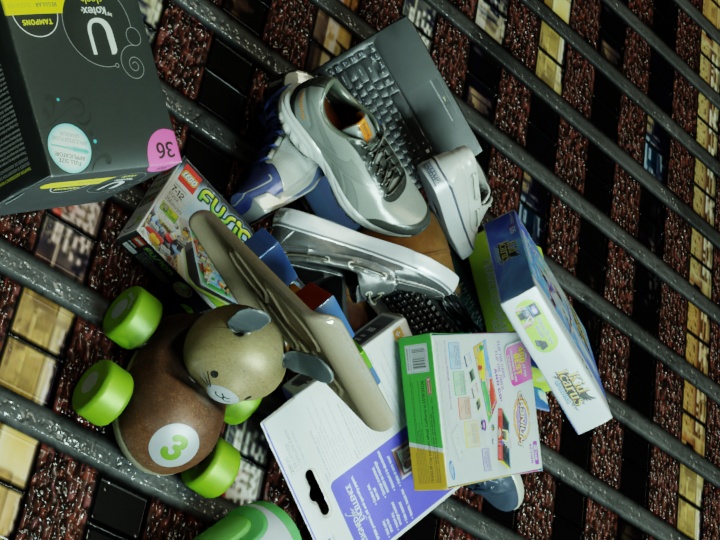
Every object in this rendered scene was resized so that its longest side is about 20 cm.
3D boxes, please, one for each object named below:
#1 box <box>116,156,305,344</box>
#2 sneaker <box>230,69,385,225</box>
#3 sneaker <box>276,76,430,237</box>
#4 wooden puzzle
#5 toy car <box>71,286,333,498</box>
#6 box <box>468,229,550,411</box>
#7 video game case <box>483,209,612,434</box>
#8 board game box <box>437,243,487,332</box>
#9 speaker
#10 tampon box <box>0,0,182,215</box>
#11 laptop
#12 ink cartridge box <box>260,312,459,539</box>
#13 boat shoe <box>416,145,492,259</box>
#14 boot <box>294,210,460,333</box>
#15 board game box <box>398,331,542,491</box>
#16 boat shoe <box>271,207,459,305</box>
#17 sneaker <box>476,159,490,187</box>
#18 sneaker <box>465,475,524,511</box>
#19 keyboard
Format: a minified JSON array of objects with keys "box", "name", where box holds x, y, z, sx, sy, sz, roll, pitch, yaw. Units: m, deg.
[{"box":[-0.140,-0.003,1.458,0.200,0.035,0.110,47,46,-24],"name":"box"},{"box":[-0.076,-0.139,1.541,0.199,0.080,0.115,-41,98,-33],"name":"sneaker"},{"box":[0.002,-0.111,1.489,0.200,0.079,0.074,47,56,-17],"name":"sneaker"},{"box":[-0.053,0.038,1.330,0.046,0.200,0.186,-43,141,-13],"name":"wooden puzzle"},{"box":[-0.121,0.092,1.315,0.164,0.199,0.158,39,49,-30],"name":"toy car"},{"box":[0.189,0.058,1.751,0.122,0.047,0.201,19,54,-54],"name":"box"},{"box":[0.202,0.052,1.620,0.182,0.045,0.200,58,13,-23],"name":"video game case"},{"box":[0.101,0.079,1.691,0.135,0.028,0.201,-40,105,-47],"name":"board game box"},{"box":[-0.139,0.279,1.310,0.200,0.088,0.089,-29,97,-48],"name":"speaker"},{"box":[-0.272,-0.164,1.309,0.149,0.126,0.201,-13,85,-48],"name":"tampon box"},{"box":[0.011,-0.149,1.626,0.178,0.199,0.103,59,6,-13],"name":"laptop"},{"box":[0.000,0.177,1.479,0.200,0.043,0.199,-34,112,-32],"name":"ink cartridge box"},{"box":[0.111,-0.078,1.639,0.072,0.066,0.200,59,-2,30],"name":"boat shoe"},{"box":[0.028,0.038,1.592,0.199,0.068,0.189,-11,78,-44],"name":"boot"},{"box":[0.116,0.140,1.529,0.200,0.040,0.154,3,80,-55],"name":"board game box"},{"box":[0.000,0.000,1.485,0.199,0.070,0.067,21,80,-18],"name":"boat shoe"},{"box":[0.094,-0.162,1.743,0.200,0.074,0.085,51,44,-21],"name":"sneaker"},{"box":[0.096,0.205,1.611,0.200,0.075,0.085,48,52,-16],"name":"sneaker"},{"box":[0.086,0.059,1.571,0.200,0.040,0.104,52,46,-22],"name":"keyboard"}]
